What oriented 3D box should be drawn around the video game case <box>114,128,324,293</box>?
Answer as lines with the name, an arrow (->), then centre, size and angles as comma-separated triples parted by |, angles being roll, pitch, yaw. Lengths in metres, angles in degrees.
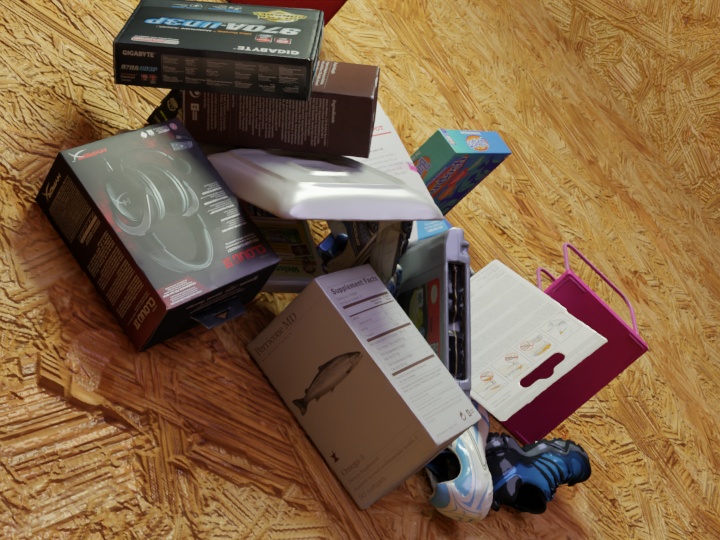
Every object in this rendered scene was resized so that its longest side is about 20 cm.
video game case -> -0.144, -0.059, 1.291 | 0.198, 0.022, 0.184 | 3, 56, -34

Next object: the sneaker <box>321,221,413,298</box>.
sneaker -> 0.000, 0.000, 1.360 | 0.084, 0.202, 0.077 | 20, 41, 9

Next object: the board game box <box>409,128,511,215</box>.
board game box -> 0.109, -0.129, 1.737 | 0.045, 0.152, 0.199 | 54, 26, 14

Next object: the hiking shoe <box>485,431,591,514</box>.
hiking shoe -> 0.199, 0.244, 1.454 | 0.198, 0.074, 0.088 | 10, 51, -39

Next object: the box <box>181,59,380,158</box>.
box -> -0.081, -0.177, 1.322 | 0.197, 0.076, 0.100 | 5, 28, 3

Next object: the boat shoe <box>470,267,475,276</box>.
boat shoe -> 0.089, -0.016, 1.624 | 0.199, 0.076, 0.060 | 34, 11, -25

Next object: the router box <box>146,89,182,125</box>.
router box -> -0.136, -0.141, 1.462 | 0.151, 0.062, 0.199 | 54, 25, 11

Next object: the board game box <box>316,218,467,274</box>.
board game box -> 0.033, -0.021, 1.509 | 0.135, 0.045, 0.200 | 47, 44, -3

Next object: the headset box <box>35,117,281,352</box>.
headset box -> -0.182, -0.029, 1.168 | 0.148, 0.077, 0.201 | -24, 71, -45

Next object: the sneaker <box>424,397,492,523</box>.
sneaker -> 0.100, 0.189, 1.363 | 0.072, 0.072, 0.201 | 27, 26, -17

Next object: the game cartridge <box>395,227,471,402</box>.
game cartridge -> 0.075, 0.066, 1.366 | 0.040, 0.133, 0.203 | 5, 75, -20

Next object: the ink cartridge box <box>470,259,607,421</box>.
ink cartridge box -> 0.159, 0.088, 1.427 | 0.200, 0.160, 0.050 | 39, -23, 43

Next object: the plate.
plate -> -0.045, -0.089, 1.261 | 0.197, 0.033, 0.199 | -1, 18, -36

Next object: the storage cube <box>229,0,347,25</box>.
storage cube -> -0.091, -0.451, 1.847 | 0.200, 0.180, 0.171 | 42, 25, -10

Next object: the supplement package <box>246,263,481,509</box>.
supplement package -> 0.004, 0.112, 1.258 | 0.201, 0.117, 0.117 | 52, 28, 12

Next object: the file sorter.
file sorter -> 0.235, 0.088, 1.574 | 0.139, 0.200, 0.126 | 41, 22, -12

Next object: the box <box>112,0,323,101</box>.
box -> -0.140, -0.229, 1.282 | 0.197, 0.047, 0.160 | 5, 29, 1

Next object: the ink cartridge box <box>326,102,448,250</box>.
ink cartridge box -> 0.003, -0.106, 1.460 | 0.114, 0.068, 0.202 | -16, 74, -44
